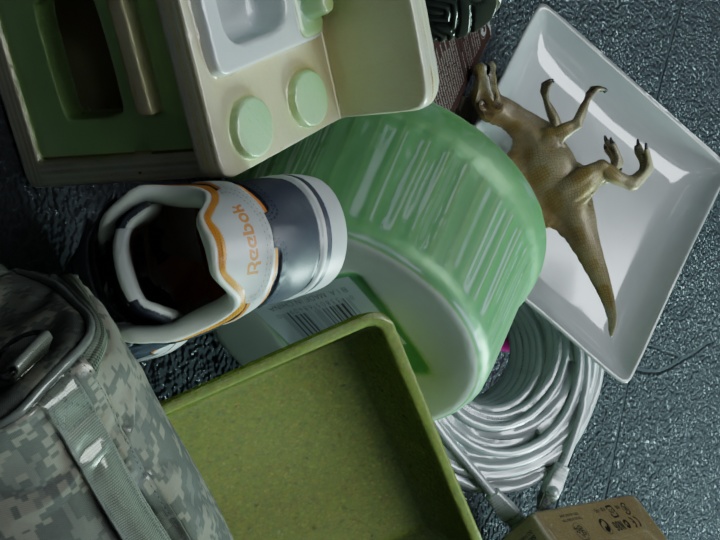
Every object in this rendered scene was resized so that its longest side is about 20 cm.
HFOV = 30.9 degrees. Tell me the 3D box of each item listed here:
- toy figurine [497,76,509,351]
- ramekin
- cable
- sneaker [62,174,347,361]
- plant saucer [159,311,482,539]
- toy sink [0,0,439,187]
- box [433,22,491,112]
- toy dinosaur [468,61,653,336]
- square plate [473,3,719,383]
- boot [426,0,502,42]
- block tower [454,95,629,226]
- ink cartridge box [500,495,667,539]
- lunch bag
[{"bbox_3d":[0.139,-0.024,1.056,0.200,0.149,0.185,41,64,-30],"label":"toy figurine"},{"bbox_3d":[0.000,0.000,0.750,0.201,0.198,0.098,60,41,-37],"label":"ramekin"},{"bbox_3d":[0.090,0.058,0.946,0.200,0.069,0.201,39,72,-20],"label":"cable"},{"bbox_3d":[-0.101,0.000,0.611,0.079,0.199,0.079,-11,83,-47],"label":"sneaker"},{"bbox_3d":[-0.048,0.127,0.731,0.048,0.198,0.201,-114,-179,-60],"label":"plant saucer"},{"bbox_3d":[-0.081,-0.120,0.631,0.112,0.198,0.132,-36,119,-49],"label":"toy sink"},{"bbox_3d":[0.006,-0.122,0.851,0.075,0.099,0.201,69,36,-44],"label":"box"},{"bbox_3d":[0.145,-0.059,0.892,0.101,0.058,0.201,-29,86,-12],"label":"toy dinosaur"},{"bbox_3d":[0.155,-0.055,0.932,0.198,0.028,0.201,37,67,-16],"label":"square plate"},{"bbox_3d":[0.042,-0.239,0.858,0.201,0.180,0.073,-55,144,-36],"label":"boot"},{"bbox_3d":[0.100,-0.081,0.957,0.198,0.054,0.058,17,75,-22],"label":"block tower"},{"bbox_3d":[0.137,0.253,0.987,0.075,0.165,0.199,52,23,25],"label":"ink cartridge box"},{"bbox_3d":[-0.138,0.102,0.553,0.139,0.167,0.201,-45,127,-34],"label":"lunch bag"}]
